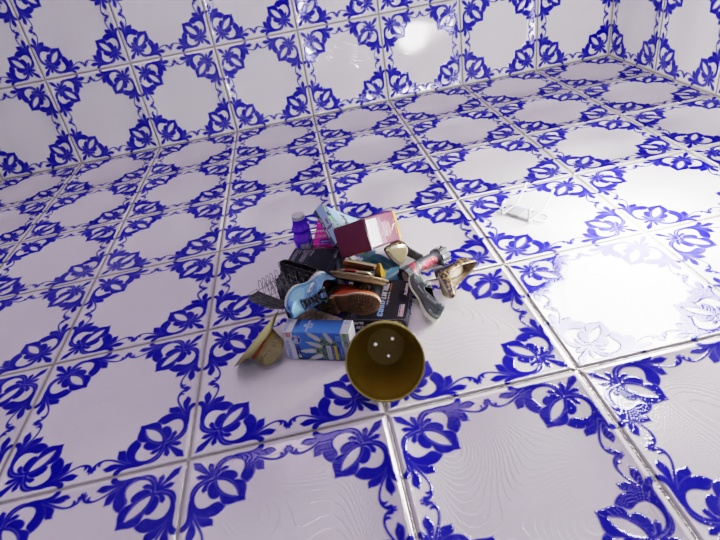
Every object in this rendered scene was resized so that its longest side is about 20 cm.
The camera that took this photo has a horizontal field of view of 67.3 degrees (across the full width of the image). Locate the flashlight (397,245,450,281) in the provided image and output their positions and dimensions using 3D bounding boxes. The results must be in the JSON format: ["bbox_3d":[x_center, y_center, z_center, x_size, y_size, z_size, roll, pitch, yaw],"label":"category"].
[{"bbox_3d":[0.214,-0.014,1.776,0.198,0.069,0.068,-24,26,-28],"label":"flashlight"}]

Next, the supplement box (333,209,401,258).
[{"bbox_3d":[0.027,-0.120,1.756,0.129,0.105,0.199,-14,5,36],"label":"supplement box"}]

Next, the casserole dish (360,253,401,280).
[{"bbox_3d":[0.067,-0.003,1.820,0.120,0.039,0.199,-27,36,-25],"label":"casserole dish"}]

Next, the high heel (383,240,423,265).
[{"bbox_3d":[0.106,-0.075,1.832,0.142,0.073,0.198,30,13,39],"label":"high heel"}]

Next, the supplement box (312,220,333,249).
[{"bbox_3d":[-0.108,-0.107,1.968,0.099,0.105,0.202,-5,35,6],"label":"supplement box"}]

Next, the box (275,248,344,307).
[{"bbox_3d":[-0.156,0.022,1.784,0.178,0.106,0.201,0,35,17],"label":"box"}]

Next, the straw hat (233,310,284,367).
[{"bbox_3d":[-0.263,0.218,1.532,0.085,0.201,0.202,39,42,-4],"label":"straw hat"}]

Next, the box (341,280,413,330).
[{"bbox_3d":[0.058,0.104,1.654,0.194,0.050,0.201,-2,35,15],"label":"box"}]

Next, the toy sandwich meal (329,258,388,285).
[{"bbox_3d":[0.000,0.000,1.646,0.201,0.072,0.205,9,-4,1],"label":"toy sandwich meal"}]

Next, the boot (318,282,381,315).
[{"bbox_3d":[-0.021,0.075,1.614,0.196,0.076,0.108,0,31,25],"label":"boot"}]

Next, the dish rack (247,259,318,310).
[{"bbox_3d":[-0.236,0.044,1.620,0.151,0.056,0.199,14,35,34],"label":"dish rack"}]

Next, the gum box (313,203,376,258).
[{"bbox_3d":[-0.052,-0.133,1.865,0.045,0.198,0.171,-45,55,22],"label":"gum box"}]

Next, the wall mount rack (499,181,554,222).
[{"bbox_3d":[0.618,-0.250,2.000,0.173,0.076,0.198,-33,40,-31],"label":"wall mount rack"}]

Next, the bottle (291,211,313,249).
[{"bbox_3d":[-0.200,-0.107,1.902,0.064,0.203,0.084,-8,31,3],"label":"bottle"}]

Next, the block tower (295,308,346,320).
[{"bbox_3d":[-0.110,0.163,1.606,0.197,0.055,0.058,14,39,31],"label":"block tower"}]

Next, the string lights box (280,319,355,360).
[{"bbox_3d":[-0.113,0.194,1.514,0.196,0.104,0.059,-1,34,15],"label":"string lights box"}]

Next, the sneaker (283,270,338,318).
[{"bbox_3d":[-0.139,0.068,1.555,0.089,0.080,0.200,10,40,41],"label":"sneaker"}]

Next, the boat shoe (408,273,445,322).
[{"bbox_3d":[0.202,0.067,1.626,0.072,0.062,0.201,25,27,-31],"label":"boat shoe"}]

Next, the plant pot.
[{"bbox_3d":[0.064,0.214,1.385,0.196,0.204,0.142,-7,8,5],"label":"plant pot"}]

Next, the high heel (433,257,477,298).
[{"bbox_3d":[0.310,0.019,1.668,0.140,0.073,0.201,-16,24,3],"label":"high heel"}]
